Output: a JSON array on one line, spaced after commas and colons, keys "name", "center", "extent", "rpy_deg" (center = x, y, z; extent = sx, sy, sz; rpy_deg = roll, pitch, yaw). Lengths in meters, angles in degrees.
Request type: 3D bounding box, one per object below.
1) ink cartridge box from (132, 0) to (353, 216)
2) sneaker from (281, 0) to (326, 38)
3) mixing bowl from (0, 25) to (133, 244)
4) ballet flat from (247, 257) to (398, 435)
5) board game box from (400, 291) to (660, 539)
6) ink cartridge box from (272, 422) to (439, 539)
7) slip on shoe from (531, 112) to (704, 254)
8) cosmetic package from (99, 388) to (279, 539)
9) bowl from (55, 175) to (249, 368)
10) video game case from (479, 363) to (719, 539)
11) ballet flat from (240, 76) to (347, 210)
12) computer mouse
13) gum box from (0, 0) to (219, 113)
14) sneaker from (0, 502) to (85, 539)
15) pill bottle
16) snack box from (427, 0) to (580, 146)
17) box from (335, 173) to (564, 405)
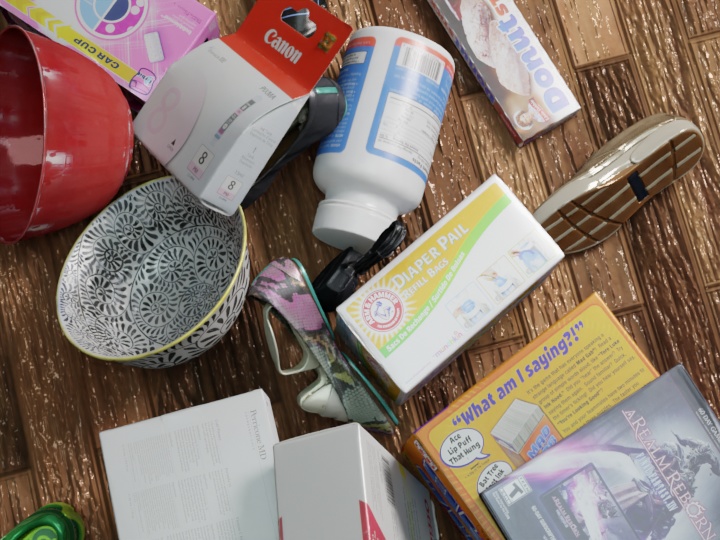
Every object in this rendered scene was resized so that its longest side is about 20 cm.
[{"name": "ink cartridge box", "center": [-0.114, -0.172, 1.227], "extent": [0.201, 0.057, 0.162], "rpy_deg": [-58, 42, 9]}, {"name": "sneaker", "center": [-0.060, -0.266, 1.348], "extent": [0.077, 0.070, 0.202], "rpy_deg": [24, 85, 0]}, {"name": "mixing bowl", "center": [-0.282, -0.124, 1.264], "extent": [0.107, 0.199, 0.203], "rpy_deg": [1, 76, -33]}, {"name": "ballet flat", "center": [-0.042, 0.084, 1.251], "extent": [0.071, 0.069, 0.201], "rpy_deg": [-35, 104, -15]}, {"name": "board game box", "center": [0.175, 0.174, 1.190], "extent": [0.199, 0.200, 0.201], "rpy_deg": [-36, 81, -8]}, {"name": "ink cartridge box", "center": [0.004, 0.238, 1.152], "extent": [0.082, 0.200, 0.147], "rpy_deg": [-16, 59, 15]}, {"name": "slip on shoe", "center": [0.243, -0.090, 1.322], "extent": [0.199, 0.076, 0.061], "rpy_deg": [-36, 41, 0]}, {"name": "cosmetic package", "center": [-0.130, 0.220, 1.154], "extent": [0.149, 0.052, 0.203], "rpy_deg": [-15, 75, 2]}, {"name": "bowl", "center": [-0.176, 0.019, 1.252], "extent": [0.198, 0.094, 0.203], "rpy_deg": [-13, 52, 18]}, {"name": "video game case", "center": [0.215, 0.188, 1.077], "extent": [0.199, 0.019, 0.144], "rpy_deg": [-31, 80, -7]}, {"name": "ballet flat", "center": [-0.100, -0.116, 1.265], "extent": [0.199, 0.073, 0.074], "rpy_deg": [-37, 79, 25]}, {"name": "computer mouse", "center": [0.000, 0.000, 1.229], "extent": [0.034, 0.200, 0.059], "rpy_deg": [40, 66, -8]}, {"name": "gum box", "center": [-0.244, -0.246, 1.335], "extent": [0.199, 0.066, 0.114], "rpy_deg": [33, 78, 5]}, {"name": "sneaker", "center": [-0.333, 0.291, 1.212], "extent": [0.074, 0.084, 0.201], "rpy_deg": [37, 80, 6]}, {"name": "pill bottle", "center": [0.016, -0.121, 1.293], "extent": [0.111, 0.112, 0.203], "rpy_deg": [16, 78, 2]}, {"name": "snack box", "center": [0.140, -0.228, 1.363], "extent": [0.071, 0.024, 0.201], "rpy_deg": [-29, 80, -8]}, {"name": "box", "center": [0.080, 0.022, 1.265], "extent": [0.199, 0.113, 0.102], "rpy_deg": [-40, 82, -7]}]
